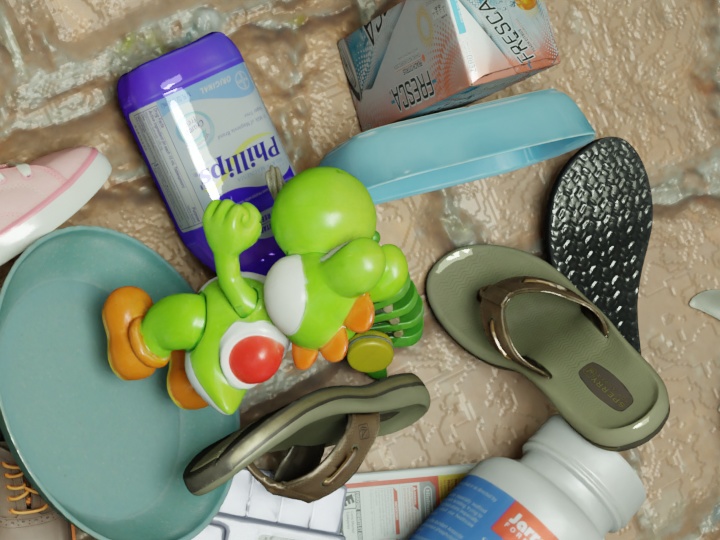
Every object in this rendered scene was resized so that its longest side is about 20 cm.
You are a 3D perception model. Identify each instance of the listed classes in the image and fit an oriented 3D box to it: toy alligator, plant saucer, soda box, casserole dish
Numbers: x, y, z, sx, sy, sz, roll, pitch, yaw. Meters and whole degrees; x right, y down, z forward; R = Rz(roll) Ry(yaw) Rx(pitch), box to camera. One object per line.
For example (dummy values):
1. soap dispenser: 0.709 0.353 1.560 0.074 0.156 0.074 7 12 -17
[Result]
1. toy alligator: 0.000 0.000 1.334 0.054 0.060 0.200 -15 136 11
2. plant saucer: -0.153 0.073 1.287 0.199 0.036 0.201 28 52 -42
3. soda box: 0.051 -0.136 1.332 0.063 0.200 0.069 -16 90 -20
4. casserole dish: 0.055 -0.077 1.373 0.199 0.121 0.039 -15 86 -22

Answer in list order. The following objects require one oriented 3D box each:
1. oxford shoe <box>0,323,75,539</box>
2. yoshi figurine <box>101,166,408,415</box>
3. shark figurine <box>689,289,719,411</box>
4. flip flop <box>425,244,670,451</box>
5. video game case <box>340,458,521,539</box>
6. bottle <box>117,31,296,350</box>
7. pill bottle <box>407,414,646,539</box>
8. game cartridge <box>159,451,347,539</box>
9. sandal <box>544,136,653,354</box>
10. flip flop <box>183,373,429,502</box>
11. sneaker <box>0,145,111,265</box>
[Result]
1. oxford shoe: -0.211 0.125 1.294 0.071 0.073 0.201 -15 92 -19
2. yoshi figurine: -0.054 0.004 1.250 0.112 0.199 0.112 61 37 -8
3. shark figurine: 0.287 0.088 1.464 0.127 0.089 0.216 14 81 -16
4. flip flop: 0.116 0.040 1.365 0.081 0.200 0.058 -41 140 -6
5. video game case: 0.069 0.199 1.417 0.199 0.017 0.144 -3 88 -19
6. bottle: -0.079 -0.045 1.353 0.083 0.065 0.201 -26 96 -27
7. pill bottle: 0.086 0.189 1.354 0.112 0.112 0.200 46 75 -11
8. game cartridge: -0.083 0.222 1.346 0.129 0.038 0.202 10 83 -5
9. sandal: 0.156 0.009 1.450 0.075 0.045 0.202 -4 103 -14
10. flip flop: -0.023 0.109 1.318 0.199 0.081 0.058 -8 74 -52
11. sneaker: -0.252 -0.044 1.288 0.200 0.075 0.105 -33 102 -14
